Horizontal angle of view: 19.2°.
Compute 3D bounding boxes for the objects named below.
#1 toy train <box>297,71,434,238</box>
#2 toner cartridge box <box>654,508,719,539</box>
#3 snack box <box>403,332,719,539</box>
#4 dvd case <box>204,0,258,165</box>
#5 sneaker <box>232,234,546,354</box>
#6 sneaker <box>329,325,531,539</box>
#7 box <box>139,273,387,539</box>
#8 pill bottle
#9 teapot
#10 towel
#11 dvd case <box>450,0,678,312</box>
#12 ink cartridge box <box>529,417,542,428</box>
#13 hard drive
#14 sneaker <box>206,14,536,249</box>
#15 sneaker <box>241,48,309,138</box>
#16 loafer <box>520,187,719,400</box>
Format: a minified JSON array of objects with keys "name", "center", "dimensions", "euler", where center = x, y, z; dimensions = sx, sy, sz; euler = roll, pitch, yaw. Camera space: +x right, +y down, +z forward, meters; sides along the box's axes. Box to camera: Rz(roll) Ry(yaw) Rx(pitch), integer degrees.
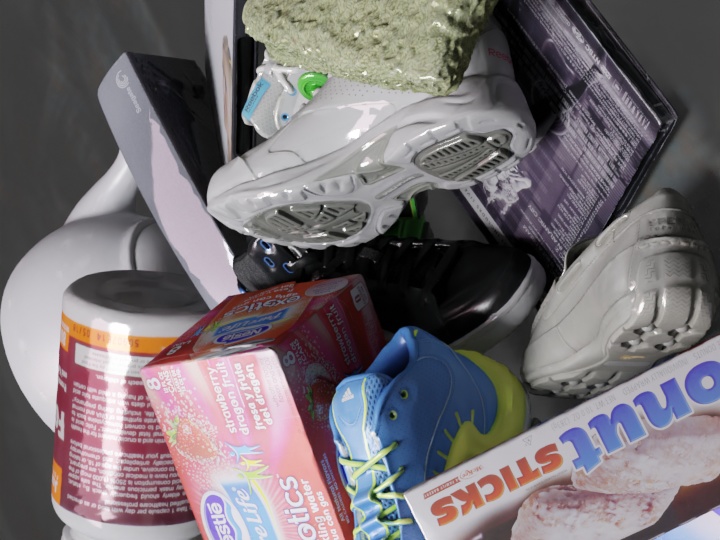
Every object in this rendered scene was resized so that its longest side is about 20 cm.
[{"name":"toy train","center":[0.008,-0.055,1.209],"dimensions":[0.056,0.042,0.201],"euler":[2,138,14]},{"name":"toner cartridge box","center":[0.176,0.155,1.069],"dimensions":[0.095,0.043,0.201],"euler":[-25,90,31]},{"name":"snack box","center":[0.124,0.093,1.010],"dimensions":[0.072,0.199,0.024],"euler":[63,-170,4]},{"name":"dvd case","center":[-0.079,-0.153,1.296],"dimensions":[0.201,0.017,0.143],"euler":[95,167,-46]},{"name":"sneaker","center":[0.000,0.000,1.173],"dimensions":[0.200,0.073,0.112],"euler":[-14,127,49]},{"name":"sneaker","center":[0.012,0.115,1.072],"dimensions":[0.105,0.201,0.076],"euler":[39,143,-22]},{"name":"box","center":[-0.027,0.115,1.149],"dimensions":[0.095,0.100,0.201],"euler":[-9,108,33]},{"name":"pill bottle","center":[-0.144,0.109,1.395],"dimensions":[0.114,0.114,0.201],"euler":[26,115,53]},{"name":"teapot","center":[-0.146,0.038,1.515],"dimensions":[0.146,0.198,0.200],"euler":[-33,118,29]},{"name":"towel","center":[0.014,-0.163,1.059],"dimensions":[0.200,0.036,0.149],"euler":[25,92,57]},{"name":"dvd case","center":[0.088,-0.079,1.108],"dimensions":[0.149,0.016,0.200],"euler":[55,153,19]},{"name":"ink cartridge box","center":[0.101,0.162,1.122],"dimensions":[0.115,0.201,0.068],"euler":[40,127,-24]},{"name":"hard drive","center":[-0.094,-0.044,1.374],"dimensions":[0.201,0.042,0.135],"euler":[61,-164,6]},{"name":"sneaker","center":[0.003,-0.078,1.114],"dimensions":[0.199,0.078,0.100],"euler":[-20,59,30]},{"name":"sneaker","center":[-0.029,-0.117,1.219],"dimensions":[0.075,0.086,0.201],"euler":[36,141,48]},{"name":"loafer","center":[0.128,0.018,1.074],"dimensions":[0.200,0.070,0.070],"euler":[131,141,-66]}]
